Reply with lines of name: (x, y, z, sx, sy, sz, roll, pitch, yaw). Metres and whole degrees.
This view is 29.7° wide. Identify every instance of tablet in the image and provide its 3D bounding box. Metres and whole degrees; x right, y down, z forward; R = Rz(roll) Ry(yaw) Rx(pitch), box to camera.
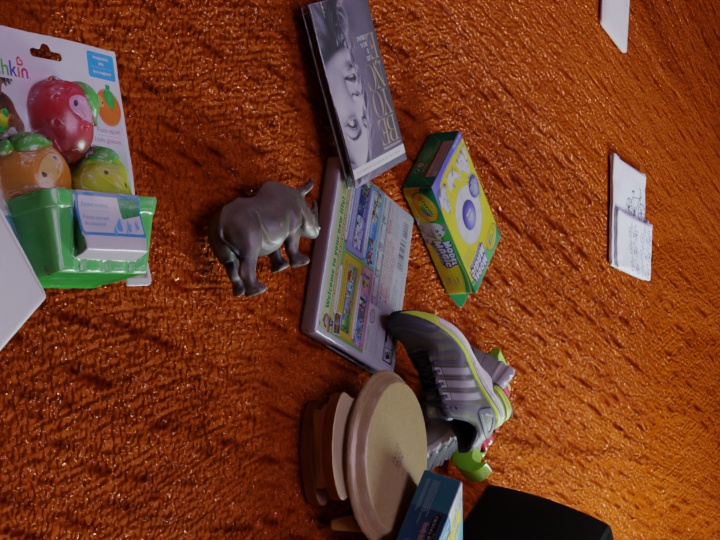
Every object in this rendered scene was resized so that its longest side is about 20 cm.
tablet: (0.447, -0.496, 2.367, 0.130, 0.014, 0.202, 30, 61, -56)

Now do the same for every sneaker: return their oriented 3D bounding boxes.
sneaker: (0.104, 0.168, 1.656, 0.200, 0.082, 0.075, -43, 164, -39)
sneaker: (0.095, 0.126, 1.552, 0.200, 0.074, 0.081, 49, 56, -18)

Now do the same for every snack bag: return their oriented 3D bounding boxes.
snack bag: (0.472, -0.091, 2.367, 0.188, 0.021, 0.202, 17, 73, -59)

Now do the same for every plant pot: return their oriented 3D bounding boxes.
plant pot: (0.230, 0.412, 1.734, 0.200, 0.176, 0.201, -42, 123, -53)

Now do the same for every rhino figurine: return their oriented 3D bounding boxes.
rhino figurine: (-0.085, -0.042, 1.331, 0.200, 0.059, 0.088, -37, 109, -59)

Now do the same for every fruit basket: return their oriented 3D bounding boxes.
fruit basket: (-0.229, -0.087, 1.048, 0.185, 0.093, 0.202, 3, 81, -60)

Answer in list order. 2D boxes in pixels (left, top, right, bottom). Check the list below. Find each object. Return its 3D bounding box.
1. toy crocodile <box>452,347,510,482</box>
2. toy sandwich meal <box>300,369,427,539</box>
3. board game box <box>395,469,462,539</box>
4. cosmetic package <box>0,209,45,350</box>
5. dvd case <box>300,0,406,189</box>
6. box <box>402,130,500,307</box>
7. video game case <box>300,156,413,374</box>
toy crocodile: (0.158, 0.183, 1.741, 0.068, 0.061, 0.201, 65, 36, -34)
toy sandwich meal: (0.007, 0.202, 1.472, 0.205, 0.070, 0.207, 8, 81, -64)
board game box: (0.070, 0.340, 1.507, 0.201, 0.047, 0.152, 83, 27, -51)
cosmetic package: (-0.327, 0.014, 0.786, 0.200, 0.166, 0.167, -59, 135, -46)
dvd case: (-0.004, -0.204, 1.509, 0.149, 0.016, 0.202, -35, 113, -61)
box: (0.121, -0.061, 1.715, 0.118, 0.048, 0.201, -63, 141, -41)
video game case: (0.000, 0.000, 1.518, 0.182, 0.022, 0.202, 36, 58, -55)
